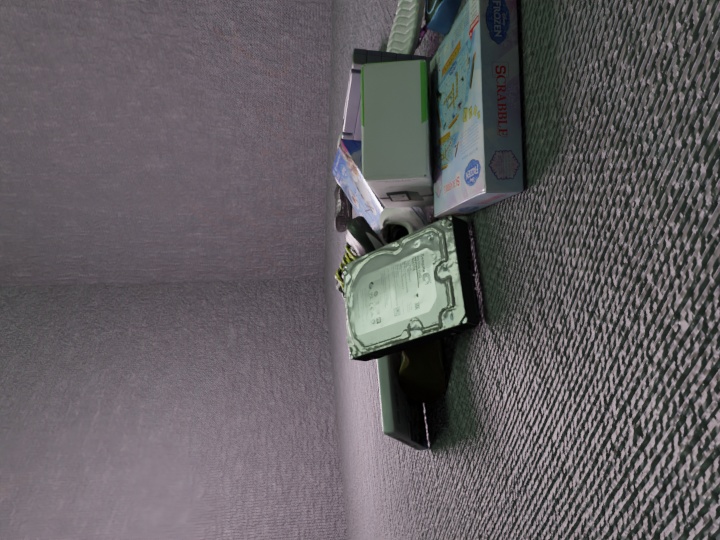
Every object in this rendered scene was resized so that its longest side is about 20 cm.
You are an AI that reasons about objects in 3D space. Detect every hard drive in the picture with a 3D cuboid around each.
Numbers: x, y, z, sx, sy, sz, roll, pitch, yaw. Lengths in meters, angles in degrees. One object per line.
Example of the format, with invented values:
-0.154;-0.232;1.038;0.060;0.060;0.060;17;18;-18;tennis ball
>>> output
0.058;0.029;0.769;0.200;0.038;0.140;-23;63;41;hard drive

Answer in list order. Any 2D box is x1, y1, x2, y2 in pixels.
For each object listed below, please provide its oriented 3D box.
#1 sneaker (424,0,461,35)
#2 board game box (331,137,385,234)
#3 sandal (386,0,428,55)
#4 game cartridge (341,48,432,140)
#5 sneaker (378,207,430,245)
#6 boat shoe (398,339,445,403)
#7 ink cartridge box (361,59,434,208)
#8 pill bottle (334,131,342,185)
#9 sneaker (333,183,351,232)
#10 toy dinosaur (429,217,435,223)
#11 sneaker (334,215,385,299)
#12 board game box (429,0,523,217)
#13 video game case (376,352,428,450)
0.085;-0.364;0.640;0.070;0.078;0.200;-99;19;-73;sneaker
0.019;-0.141;1.122;0.199;0.043;0.200;58;170;3;board game box
0.087;-0.383;0.886;0.082;0.050;0.203;-154;75;-66;sandal
0.042;-0.261;0.916;0.200;0.129;0.038;109;160;-70;game cartridge
0.061;-0.062;0.895;0.200;0.071;0.073;45;121;62;sneaker
0.094;0.118;0.863;0.200;0.073;0.065;85;-159;-45;boat shoe
0.057;-0.173;0.806;0.200;0.084;0.146;19;-111;-80;ink cartridge box
0.006;-0.253;1.273;0.200;0.114;0.115;111;157;-71;pill bottle
-0.061;-0.239;2.058;0.104;0.060;0.200;-113;28;-68;sneaker
0.076;-0.020;0.983;0.200;0.058;0.101;118;151;-76;toy dinosaur
0.000;0.000;0.906;0.075;0.084;0.200;56;170;35;sneaker
0.120;-0.169;0.656;0.200;0.041;0.200;172;97;-83;board game box
0.064;0.174;0.953;0.182;0.023;0.200;48;-147;-58;video game case
